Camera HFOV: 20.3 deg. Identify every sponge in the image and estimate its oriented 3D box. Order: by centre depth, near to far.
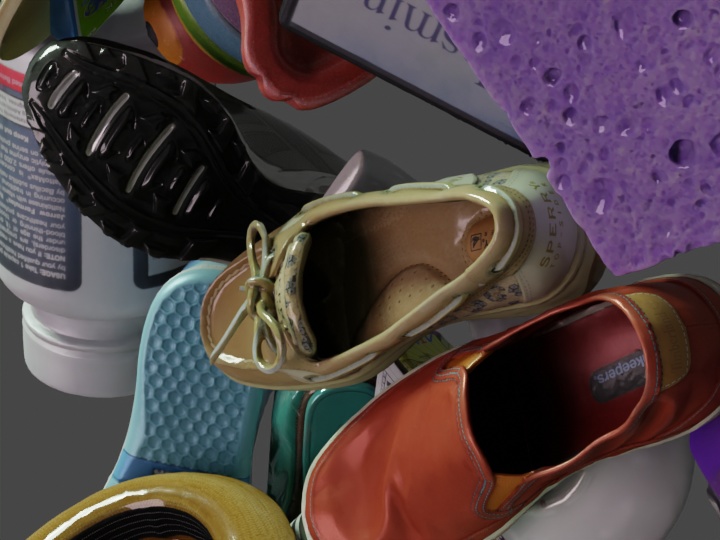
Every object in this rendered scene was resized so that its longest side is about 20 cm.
[{"bbox_3d":[0.071,-0.097,0.630,0.111,0.030,0.200,-23,106,47],"label":"sponge"}]

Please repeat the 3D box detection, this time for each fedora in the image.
[{"bbox_3d":[-0.098,0.181,0.874,0.200,0.200,0.082,35,160,52],"label":"fedora"}]

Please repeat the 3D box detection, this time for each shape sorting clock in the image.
[{"bbox_3d":[-0.095,-0.171,0.871,0.039,0.200,0.200,40,146,1],"label":"shape sorting clock"}]

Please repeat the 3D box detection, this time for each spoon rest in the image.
[{"bbox_3d":[0.059,0.033,0.791,0.100,0.060,0.200,-52,58,24],"label":"spoon rest"}]

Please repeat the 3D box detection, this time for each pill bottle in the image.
[{"bbox_3d":[-0.136,-0.042,1.059,0.120,0.119,0.201,40,134,49],"label":"pill bottle"}]

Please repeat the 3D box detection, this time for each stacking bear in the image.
[{"bbox_3d":[-0.039,-0.128,0.858,0.122,0.113,0.200,61,164,-5],"label":"stacking bear"}]

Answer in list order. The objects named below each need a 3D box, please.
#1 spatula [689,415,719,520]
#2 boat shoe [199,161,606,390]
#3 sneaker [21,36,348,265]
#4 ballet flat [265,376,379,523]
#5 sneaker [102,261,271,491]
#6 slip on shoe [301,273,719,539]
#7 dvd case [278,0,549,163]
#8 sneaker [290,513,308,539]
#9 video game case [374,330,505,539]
[{"bbox_3d":[0.131,0.110,0.724,0.057,0.020,0.201,-122,29,-53],"label":"spatula"},{"bbox_3d":[0.000,0.000,0.761,0.199,0.062,0.074,-22,75,41],"label":"boat shoe"},{"bbox_3d":[-0.064,-0.042,0.867,0.074,0.200,0.079,-52,35,12],"label":"sneaker"},{"bbox_3d":[-0.016,0.109,0.972,0.071,0.067,0.201,-99,15,-55],"label":"ballet flat"},{"bbox_3d":[-0.077,0.081,0.997,0.131,0.079,0.201,-68,-4,-73],"label":"sneaker"},{"bbox_3d":[0.047,0.056,0.721,0.199,0.061,0.075,-29,70,36],"label":"slip on shoe"},{"bbox_3d":[0.060,-0.123,0.675,0.142,0.018,0.200,27,139,2],"label":"dvd case"},{"bbox_3d":[0.006,0.188,0.854,0.201,0.075,0.116,65,153,28],"label":"sneaker"},{"bbox_3d":[0.055,0.157,0.872,0.181,0.036,0.201,46,139,45],"label":"video game case"}]
